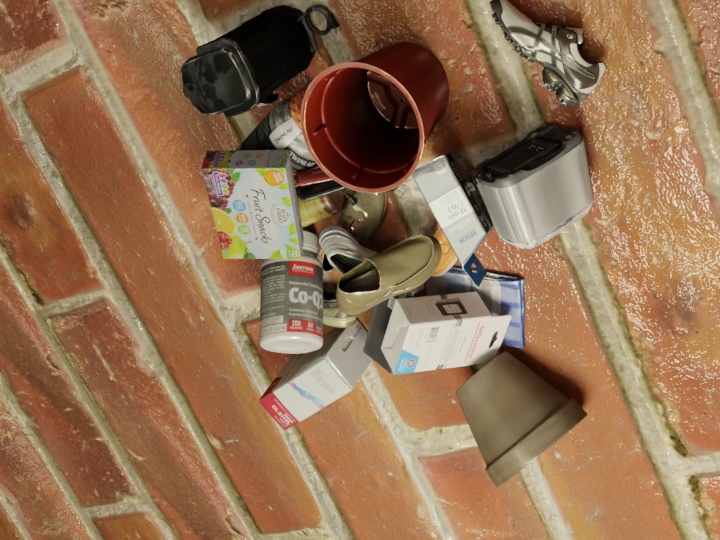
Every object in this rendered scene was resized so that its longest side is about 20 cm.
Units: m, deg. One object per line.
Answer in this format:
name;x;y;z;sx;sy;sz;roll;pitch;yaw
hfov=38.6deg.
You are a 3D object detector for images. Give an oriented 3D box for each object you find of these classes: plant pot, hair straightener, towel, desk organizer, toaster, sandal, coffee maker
plant pot;0.262;0.243;1.778;0.174;0.199;0.200;53;128;12
hair straightener;-0.009;-0.149;1.717;0.198;0.041;0.078;-16;134;-5
towel;0.190;0.064;1.797;0.198;0.024;0.149;7;121;23
desk organizer;0.070;0.076;1.808;0.071;0.077;0.202;37;136;25
toaster;0.262;-0.123;1.558;0.113;0.199;0.130;27;146;60
sandal;0.156;-0.064;1.708;0.079;0.059;0.208;33;120;9
plant pot;0.037;-0.252;1.585;0.198;0.195;0.203;12;122;20
coffee maker;-0.165;-0.344;1.631;0.135;0.200;0.192;46;127;-5

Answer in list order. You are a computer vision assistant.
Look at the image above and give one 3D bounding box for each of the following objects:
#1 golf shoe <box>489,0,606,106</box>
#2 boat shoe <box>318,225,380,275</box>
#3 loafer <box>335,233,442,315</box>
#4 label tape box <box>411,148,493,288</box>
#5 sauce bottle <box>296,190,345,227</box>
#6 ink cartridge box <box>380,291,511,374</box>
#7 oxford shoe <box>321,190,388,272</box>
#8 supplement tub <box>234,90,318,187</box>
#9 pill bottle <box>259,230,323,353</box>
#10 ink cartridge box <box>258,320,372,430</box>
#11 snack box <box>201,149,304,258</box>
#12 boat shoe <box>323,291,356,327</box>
golf shoe;0.274;-0.337;1.505;0.094;0.078;0.200;-42;96;20
boat shoe;0.000;0.000;1.771;0.073;0.067;0.199;-36;133;27
loafer;0.045;0.005;1.692;0.199;0.067;0.076;-34;64;2
label tape box;0.162;-0.084;1.593;0.066;0.143;0.201;-30;92;17
sauce bottle;-0.119;-0.105;1.832;0.198;0.066;0.067;-18;109;36
ink cartridge box;0.145;0.104;1.750;0.067;0.198;0.117;-120;35;-43
oxford shoe;-0.011;-0.073;1.787;0.070;0.075;0.201;31;126;8
supplement tub;-0.128;-0.205;1.741;0.123;0.123;0.200;46;128;-4
pill bottle;-0.122;0.037;1.824;0.113;0.113;0.203;-12;70;31
ink cartridge box;-0.076;0.194;1.928;0.199;0.146;0.083;-34;101;37
snack box;-0.176;-0.108;1.720;0.140;0.053;0.201;-1;135;7
boat shoe;-0.095;0.054;1.912;0.198;0.073;0.066;11;107;22
